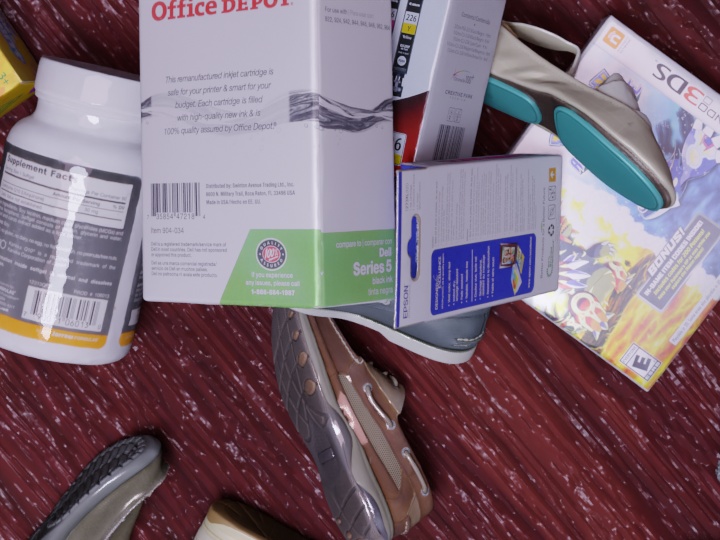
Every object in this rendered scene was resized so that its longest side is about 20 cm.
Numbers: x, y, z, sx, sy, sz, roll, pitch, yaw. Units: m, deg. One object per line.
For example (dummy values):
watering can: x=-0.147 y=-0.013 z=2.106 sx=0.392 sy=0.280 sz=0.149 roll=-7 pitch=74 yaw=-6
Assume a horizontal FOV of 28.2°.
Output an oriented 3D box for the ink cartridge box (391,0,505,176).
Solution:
ink cartridge box: x=-0.014 y=-0.165 z=0.956 sx=0.200 sy=0.084 sz=0.176 roll=16 pitch=99 yaw=28

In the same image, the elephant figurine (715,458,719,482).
elephant figurine: x=0.276 y=0.226 z=1.014 sx=0.141 sy=0.155 sz=0.200 roll=5 pitch=115 yaw=-39

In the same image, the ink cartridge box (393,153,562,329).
ink cartridge box: x=0.068 y=-0.023 z=0.910 sx=0.037 sy=0.200 sz=0.095 roll=6 pitch=100 yaw=34

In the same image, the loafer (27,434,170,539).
loafer: x=-0.204 y=0.205 z=1.071 sx=0.070 sy=0.075 sz=0.200 roll=40 pitch=104 yaw=-13

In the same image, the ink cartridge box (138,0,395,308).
ink cartridge box: x=-0.058 y=-0.080 z=0.881 sx=0.145 sy=0.084 sz=0.200 roll=2 pitch=94 yaw=36

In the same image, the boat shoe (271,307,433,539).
boat shoe: x=-0.006 y=0.101 z=1.042 sx=0.072 sy=0.076 sz=0.200 roll=-19 pitch=87 yaw=-26

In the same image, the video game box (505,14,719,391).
video game box: x=0.189 y=-0.047 z=1.012 sx=0.182 sy=0.047 sz=0.200 roll=36 pitch=99 yaw=2

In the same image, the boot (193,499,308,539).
boot: x=-0.059 y=0.283 z=1.062 sx=0.200 sy=0.073 sz=0.156 roll=31 pitch=99 yaw=2

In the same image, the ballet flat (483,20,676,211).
ballet flat: x=0.140 y=-0.116 z=0.954 sx=0.200 sy=0.069 sz=0.069 roll=36 pitch=100 yaw=21

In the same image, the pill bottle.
pill bottle: x=-0.199 y=-0.043 z=1.009 sx=0.116 sy=0.116 sz=0.200 roll=14 pitch=98 yaw=3

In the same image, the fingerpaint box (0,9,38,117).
fingerpaint box: x=-0.352 y=-0.172 z=1.024 sx=0.167 sy=0.073 sz=0.200 roll=-32 pitch=94 yaw=8

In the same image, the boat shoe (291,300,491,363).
boat shoe: x=0.000 y=0.000 z=1.013 sx=0.200 sy=0.073 sz=0.062 roll=23 pitch=125 yaw=-6
